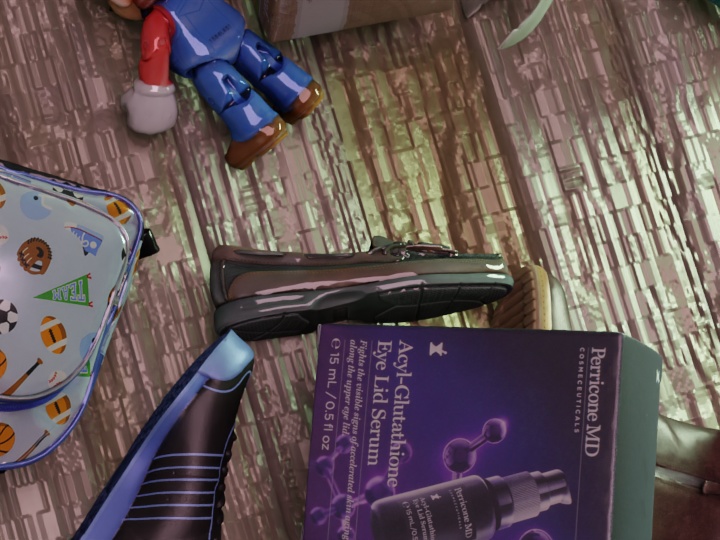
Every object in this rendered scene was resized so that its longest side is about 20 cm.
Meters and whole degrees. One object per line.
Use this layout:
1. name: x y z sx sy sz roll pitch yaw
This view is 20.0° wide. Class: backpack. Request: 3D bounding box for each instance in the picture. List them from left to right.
1. backpack: -0.231 0.027 1.231 0.200 0.154 0.191 18 84 -12

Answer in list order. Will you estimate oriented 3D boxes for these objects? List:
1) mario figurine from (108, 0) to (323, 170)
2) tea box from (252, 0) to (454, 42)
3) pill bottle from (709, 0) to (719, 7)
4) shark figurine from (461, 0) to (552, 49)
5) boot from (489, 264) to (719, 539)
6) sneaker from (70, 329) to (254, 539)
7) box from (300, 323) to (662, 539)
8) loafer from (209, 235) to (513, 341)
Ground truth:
1. mario figurine: -0.119 -0.162 1.346 0.106 0.123 0.200 -37 98 24
2. tea box: -0.017 -0.288 1.294 0.133 0.200 0.197 -13 58 -16
3. pill bottle: 0.267 -0.239 1.427 0.200 0.111 0.111 31 72 -5
4. shark figurine: 0.097 -0.203 1.384 0.128 0.215 0.090 21 113 -37
5. boot: 0.169 0.101 1.363 0.166 0.072 0.200 7 72 -26
6. sneaker: -0.112 0.136 1.276 0.078 0.070 0.200 35 78 -8
7. box: 0.076 0.112 1.254 0.200 0.104 0.148 0 79 22
8. loafer: 0.000 0.000 1.331 0.200 0.072 0.063 -7 71 -12
